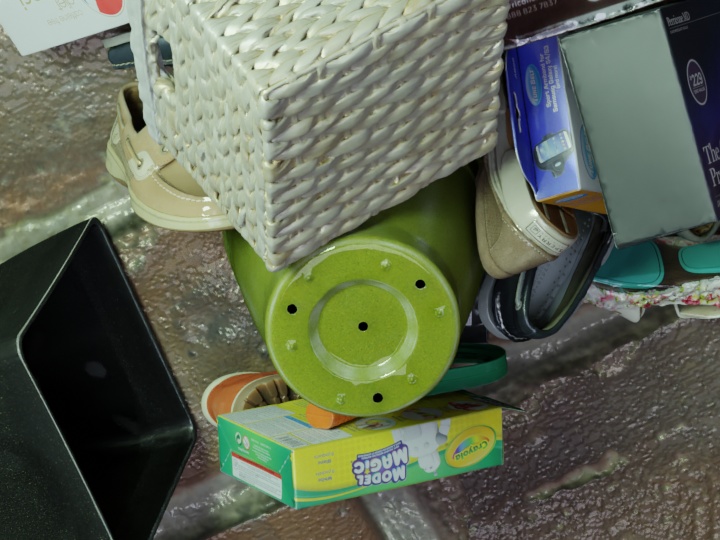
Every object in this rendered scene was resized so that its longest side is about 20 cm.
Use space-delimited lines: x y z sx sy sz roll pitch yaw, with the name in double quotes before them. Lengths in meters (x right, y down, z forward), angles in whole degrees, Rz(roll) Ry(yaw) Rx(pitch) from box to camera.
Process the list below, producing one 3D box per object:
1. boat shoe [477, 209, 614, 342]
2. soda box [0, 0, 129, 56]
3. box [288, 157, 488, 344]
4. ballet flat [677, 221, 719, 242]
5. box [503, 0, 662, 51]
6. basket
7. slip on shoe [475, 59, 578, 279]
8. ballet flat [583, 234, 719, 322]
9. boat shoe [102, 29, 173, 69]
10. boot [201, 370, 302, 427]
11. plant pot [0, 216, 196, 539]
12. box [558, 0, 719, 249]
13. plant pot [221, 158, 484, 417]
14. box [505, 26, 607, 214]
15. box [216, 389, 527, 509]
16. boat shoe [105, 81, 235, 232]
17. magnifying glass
"boat shoe" 0.156 -0.037 1.645 0.075 0.060 0.201 29 80 -26
"soda box" -0.176 -0.203 1.551 0.199 0.064 0.068 -8 121 51
"box" 0.013 -0.040 1.695 0.158 0.049 0.202 -4 113 -1
"ballet flat" 0.272 -0.110 1.653 0.067 0.064 0.201 6 118 -34
"box" 0.135 -0.270 1.512 0.165 0.200 0.165 -17 113 8
"basket" -0.023 -0.142 1.450 0.199 0.161 0.199 -30 150 -19
"slip on shoe" 0.106 -0.071 1.603 0.076 0.201 0.061 32 122 -30
"ballet flat" 0.226 0.010 1.707 0.198 0.076 0.064 2 130 3
"boat shoe" -0.081 -0.153 1.634 0.198 0.075 0.062 -7 103 -7
"boot" -0.022 0.100 1.747 0.198 0.107 0.076 1 91 -28
"plant pot" -0.255 0.110 1.691 0.176 0.200 0.201 -16 113 19
"box" 0.216 -0.108 1.534 0.078 0.200 0.142 -17 94 28
"plant pot" 0.000 0.000 1.581 0.198 0.193 0.202 0 113 -1
"box" 0.165 -0.101 1.575 0.041 0.199 0.120 -14 78 32
"box" 0.011 0.117 1.639 0.199 0.117 0.049 -11 105 -29
"boat shoe" -0.131 -0.079 1.600 0.071 0.200 0.065 -7 113 -26
"magnifying glass" 0.033 0.081 1.652 0.079 0.199 0.023 6 103 38
